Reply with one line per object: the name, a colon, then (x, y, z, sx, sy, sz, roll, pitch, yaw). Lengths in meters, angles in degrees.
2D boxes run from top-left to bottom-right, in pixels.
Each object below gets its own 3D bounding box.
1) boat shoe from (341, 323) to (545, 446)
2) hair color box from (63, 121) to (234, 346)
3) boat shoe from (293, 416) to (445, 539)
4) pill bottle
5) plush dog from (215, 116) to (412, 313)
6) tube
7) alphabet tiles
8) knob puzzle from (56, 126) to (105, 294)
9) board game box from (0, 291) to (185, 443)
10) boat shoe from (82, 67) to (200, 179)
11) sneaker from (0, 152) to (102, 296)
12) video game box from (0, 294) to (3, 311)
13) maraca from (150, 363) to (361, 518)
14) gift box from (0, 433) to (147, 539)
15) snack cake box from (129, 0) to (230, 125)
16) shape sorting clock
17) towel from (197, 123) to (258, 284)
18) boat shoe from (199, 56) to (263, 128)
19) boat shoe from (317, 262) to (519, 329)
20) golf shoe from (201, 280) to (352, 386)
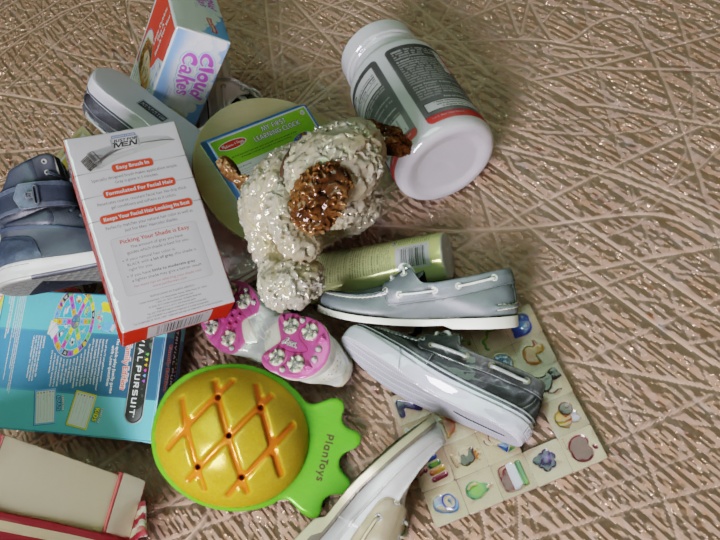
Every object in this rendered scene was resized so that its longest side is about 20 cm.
boat shoe: (0.079, 0.094, 0.679, 0.200, 0.072, 0.071, 26, 65, 18)
hair color box: (-0.210, -0.039, 0.704, 0.111, 0.064, 0.201, -15, 78, -23)
boat shoe: (0.011, 0.220, 0.640, 0.200, 0.075, 0.068, -45, 77, -5)
pill bottle: (0.057, -0.187, 0.806, 0.116, 0.116, 0.200, -27, 58, 3)
plush dog: (-0.041, -0.084, 0.678, 0.172, 0.161, 0.200, -30, 17, 45)
tube: (0.000, 0.000, 0.770, 0.199, 0.058, 0.052, -10, 95, 20)
alphabet tiles: (0.114, 0.121, 0.689, 0.167, 0.008, 0.200, -24, 58, 6)
knob puzzle: (-0.326, -0.042, 0.826, 0.219, 0.030, 0.220, -2, 82, 17)
board game box: (-0.296, 0.102, 0.770, 0.199, 0.047, 0.151, 3, 78, 10)
boat shoe: (-0.236, -0.143, 0.815, 0.200, 0.068, 0.072, 38, 36, -1)
sneaker: (-0.289, -0.060, 0.770, 0.202, 0.077, 0.147, -7, 71, -13)
video game box: (-0.357, 0.021, 0.878, 0.182, 0.047, 0.201, 7, 66, 17)
maraca: (-0.101, 0.164, 0.686, 0.199, 0.107, 0.138, 13, 79, -2)
gift box: (-0.313, 0.263, 0.651, 0.200, 0.187, 0.185, -5, 59, 33)
snack cake box: (-0.236, -0.242, 0.886, 0.200, 0.067, 0.115, -54, 41, 37)
shape sorting clock: (-0.091, -0.110, 0.809, 0.199, 0.039, 0.201, 9, 67, -22)
towel: (-0.188, -0.064, 0.835, 0.191, 0.032, 0.200, -31, 74, -2)
boat shoe: (-0.162, -0.213, 0.919, 0.086, 0.075, 0.203, -12, 63, 13)
boat shoe: (0.056, 0.023, 0.705, 0.199, 0.073, 0.062, 2, 92, 12)
golf shoe: (-0.091, 0.072, 0.744, 0.200, 0.091, 0.075, 25, 81, 40)
